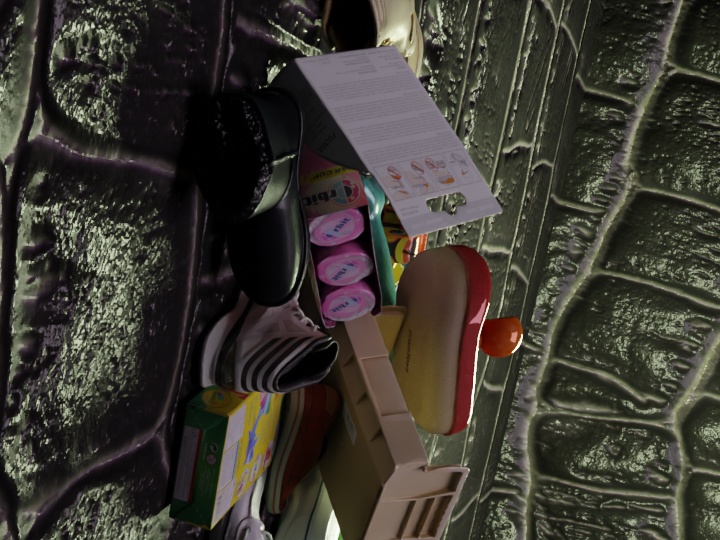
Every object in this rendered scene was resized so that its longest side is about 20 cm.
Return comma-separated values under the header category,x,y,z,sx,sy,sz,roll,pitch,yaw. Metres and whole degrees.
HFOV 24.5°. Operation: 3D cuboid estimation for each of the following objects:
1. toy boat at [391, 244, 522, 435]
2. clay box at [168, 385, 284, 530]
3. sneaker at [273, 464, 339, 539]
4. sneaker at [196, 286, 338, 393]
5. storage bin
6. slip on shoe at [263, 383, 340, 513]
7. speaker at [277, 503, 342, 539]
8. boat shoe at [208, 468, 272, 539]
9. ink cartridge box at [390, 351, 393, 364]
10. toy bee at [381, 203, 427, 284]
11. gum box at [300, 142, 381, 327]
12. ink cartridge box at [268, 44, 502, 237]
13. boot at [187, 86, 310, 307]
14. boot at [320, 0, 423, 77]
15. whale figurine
category,x,y,z,sx,sy,sz,roll,pitch,yaw
toy boat,0.111,0.069,1.758,0.131,0.129,0.202,-128,-144,-54
clay box,-0.119,0.152,1.576,0.200,0.047,0.116,-43,146,-70
sneaker,-0.049,0.235,1.834,0.201,0.070,0.074,-70,160,-47
sneaker,-0.066,0.055,1.554,0.201,0.114,0.076,-60,159,-51
storage bin,0.021,0.172,1.719,0.200,0.093,0.202,108,-31,-49
slip on shoe,-0.066,0.188,1.731,0.201,0.060,0.075,109,-19,-44
speaker,-0.054,0.331,1.938,0.089,0.087,0.202,-55,155,-57
boat shoe,-0.118,0.282,1.667,0.074,0.066,0.202,55,49,-73
ink cartridge box,0.013,0.115,1.951,0.175,0.043,0.202,-98,-173,-48
toy bee,0.046,-0.046,2.004,0.200,0.107,0.133,178,-82,-78
gum box,-0.029,-0.044,1.615,0.201,0.065,0.114,82,-8,-57
ink cartridge box,0.026,-0.114,1.539,0.159,0.201,0.047,-16,159,-51
boot,-0.095,-0.056,1.406,0.168,0.075,0.203,-40,134,-74
boot,0.012,-0.238,1.686,0.156,0.072,0.202,-59,156,-53
whale figurine,0.000,0.000,1.794,0.159,0.103,0.202,0,106,-76
